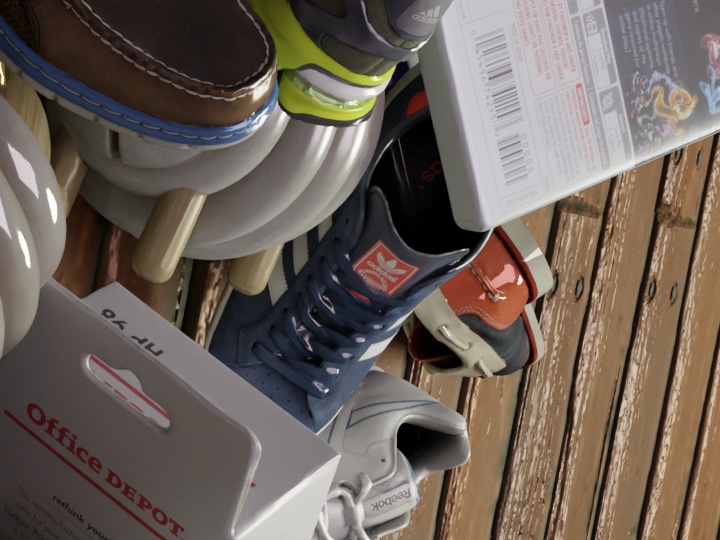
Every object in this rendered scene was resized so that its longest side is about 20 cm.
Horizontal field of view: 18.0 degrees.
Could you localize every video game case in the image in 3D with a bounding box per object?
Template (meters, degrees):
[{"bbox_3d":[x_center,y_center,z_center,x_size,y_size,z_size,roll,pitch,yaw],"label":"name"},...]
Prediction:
[{"bbox_3d":[0.091,-0.139,0.897,0.181,0.023,0.202,-22,107,-29],"label":"video game case"}]

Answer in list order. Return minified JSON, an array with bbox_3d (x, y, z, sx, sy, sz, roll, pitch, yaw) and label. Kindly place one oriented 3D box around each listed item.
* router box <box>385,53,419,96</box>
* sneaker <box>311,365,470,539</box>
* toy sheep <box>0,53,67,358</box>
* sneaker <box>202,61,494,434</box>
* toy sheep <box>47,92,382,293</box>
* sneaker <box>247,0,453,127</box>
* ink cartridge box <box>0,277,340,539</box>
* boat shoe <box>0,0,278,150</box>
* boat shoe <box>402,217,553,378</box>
[{"bbox_3d":[0.069,-0.151,1.013,0.179,0.049,0.202,-28,109,-26],"label":"router box"},{"bbox_3d":[-0.027,0.097,1.006,0.200,0.087,0.075,-39,132,-43],"label":"sneaker"},{"bbox_3d":[-0.169,-0.003,0.716,0.200,0.137,0.139,-51,138,-35],"label":"toy sheep"},{"bbox_3d":[0.000,0.000,0.938,0.075,0.085,0.201,30,98,-16],"label":"sneaker"},{"bbox_3d":[-0.058,-0.066,0.857,0.200,0.137,0.139,6,96,-74],"label":"toy sheep"},{"bbox_3d":[-0.006,-0.155,0.784,0.073,0.081,0.202,3,67,-44],"label":"sneaker"},{"bbox_3d":[-0.081,0.091,0.831,0.067,0.115,0.201,-32,150,-47],"label":"ink cartridge box"},{"bbox_3d":[-0.103,-0.119,0.722,0.072,0.200,0.072,-51,178,-38],"label":"boat shoe"},{"bbox_3d":[0.048,0.020,1.078,0.062,0.071,0.200,-36,170,-7],"label":"boat shoe"}]
